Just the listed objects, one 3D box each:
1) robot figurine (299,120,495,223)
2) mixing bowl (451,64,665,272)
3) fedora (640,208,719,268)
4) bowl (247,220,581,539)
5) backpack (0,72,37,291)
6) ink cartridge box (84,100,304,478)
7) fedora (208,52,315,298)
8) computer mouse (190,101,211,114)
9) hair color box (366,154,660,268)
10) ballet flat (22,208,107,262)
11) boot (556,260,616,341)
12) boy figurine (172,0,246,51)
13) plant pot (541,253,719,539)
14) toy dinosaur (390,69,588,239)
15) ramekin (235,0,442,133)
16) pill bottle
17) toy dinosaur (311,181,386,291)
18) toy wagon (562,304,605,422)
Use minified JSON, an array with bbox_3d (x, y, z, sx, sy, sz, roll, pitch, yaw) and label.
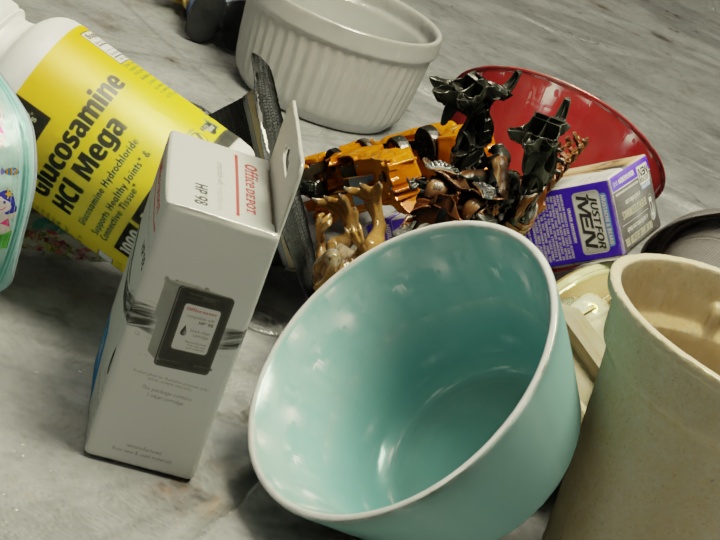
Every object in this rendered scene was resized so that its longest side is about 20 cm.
[{"bbox_3d":[0.017,-0.076,1.362,0.144,0.059,0.200,-19,7,-25],"label":"robot figurine"},{"bbox_3d":[0.143,-0.067,1.450,0.199,0.109,0.200,25,-19,9],"label":"mixing bowl"},{"bbox_3d":[0.305,0.044,1.372,0.199,0.177,0.090,32,52,5],"label":"fedora"},{"bbox_3d":[0.045,0.082,0.985,0.105,0.200,0.201,50,1,-37],"label":"bowl"},{"bbox_3d":[-0.268,-0.046,0.969,0.150,0.178,0.200,0,34,-34],"label":"backpack"},{"bbox_3d":[-0.096,0.000,0.986,0.066,0.201,0.116,16,21,-12],"label":"ink cartridge box"},{"bbox_3d":[-0.090,-0.059,1.244,0.091,0.202,0.201,-13,26,-1],"label":"fedora"},{"bbox_3d":[-0.161,-0.129,1.442,0.199,0.046,0.141,13,24,-22],"label":"computer mouse"},{"bbox_3d":[0.117,-0.035,1.323,0.199,0.065,0.109,-8,9,25],"label":"hair color box"},{"bbox_3d":[-0.220,-0.040,1.150,0.199,0.064,0.076,13,49,-22],"label":"ballet flat"},{"bbox_3d":[0.172,0.077,1.200,0.199,0.072,0.154,-25,49,-36],"label":"boot"},{"bbox_3d":[-0.146,-0.291,1.824,0.123,0.065,0.200,14,26,-13],"label":"boy figurine"},{"bbox_3d":[0.199,0.119,1.006,0.199,0.184,0.201,20,22,-8],"label":"plant pot"},{"bbox_3d":[0.086,-0.060,1.189,0.102,0.136,0.200,18,36,14],"label":"toy dinosaur"},{"bbox_3d":[-0.028,-0.216,1.699,0.199,0.106,0.200,19,22,-8],"label":"ramekin"},{"bbox_3d":[-0.175,-0.085,1.089,0.199,0.113,0.113,35,21,-2],"label":"pill bottle"},{"bbox_3d":[0.000,0.000,1.195,0.060,0.107,0.200,-7,-13,24],"label":"toy dinosaur"},{"bbox_3d":[0.066,0.077,1.115,0.199,0.040,0.155,-17,46,-17],"label":"toy wagon"}]
